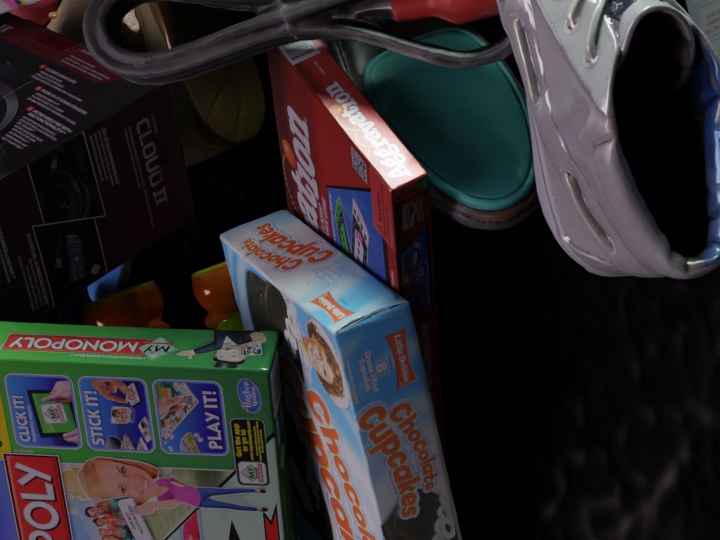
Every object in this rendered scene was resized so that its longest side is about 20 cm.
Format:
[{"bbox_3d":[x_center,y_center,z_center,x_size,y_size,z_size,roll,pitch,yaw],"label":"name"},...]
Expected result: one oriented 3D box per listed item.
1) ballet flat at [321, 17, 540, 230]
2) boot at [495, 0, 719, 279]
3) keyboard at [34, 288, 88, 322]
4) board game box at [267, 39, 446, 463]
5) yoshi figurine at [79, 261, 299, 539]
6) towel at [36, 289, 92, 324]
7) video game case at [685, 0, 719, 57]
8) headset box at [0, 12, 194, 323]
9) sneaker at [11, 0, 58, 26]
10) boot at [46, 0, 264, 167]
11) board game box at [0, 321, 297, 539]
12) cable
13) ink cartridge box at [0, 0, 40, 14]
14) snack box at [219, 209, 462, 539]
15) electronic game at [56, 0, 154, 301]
[{"bbox_3d":[0.014,-0.082,0.861,0.200,0.073,0.073,56,140,27],"label":"ballet flat"},{"bbox_3d":[0.086,-0.094,0.715,0.096,0.073,0.201,-166,58,-74],"label":"boot"},{"bbox_3d":[-0.153,0.055,1.026,0.200,0.039,0.105,13,-92,-83],"label":"keyboard"},{"bbox_3d":[0.000,0.000,0.871,0.103,0.019,0.201,54,161,37],"label":"board game box"},{"bbox_3d":[-0.064,0.100,0.985,0.112,0.112,0.201,-13,94,47],"label":"yoshi figurine"},{"bbox_3d":[-0.127,0.105,1.030,0.201,0.024,0.145,74,-170,-49],"label":"towel"},{"bbox_3d":[0.165,-0.063,0.670,0.143,0.018,0.201,-22,79,56],"label":"video game case"},{"bbox_3d":[-0.183,-0.039,0.926,0.148,0.200,0.078,26,137,39],"label":"headset box"},{"bbox_3d":[-0.176,-0.225,1.092,0.087,0.073,0.202,-14,75,49],"label":"sneaker"},{"bbox_3d":[-0.139,-0.130,1.042,0.155,0.073,0.201,-25,82,38],"label":"boot"},{"bbox_3d":[-0.094,0.112,0.897,0.029,0.134,0.201,-77,-14,-55],"label":"board game box"},{"bbox_3d":[-0.007,-0.102,0.805,0.199,0.050,0.098,-23,80,19],"label":"cable"},{"bbox_3d":[-0.136,-0.177,0.883,0.199,0.067,0.117,-6,57,52],"label":"ink cartridge box"},{"bbox_3d":[-0.001,0.085,0.882,0.116,0.037,0.201,36,144,57],"label":"snack box"},{"bbox_3d":[-0.167,-0.056,1.162,0.200,0.041,0.201,20,114,54],"label":"electronic game"}]
